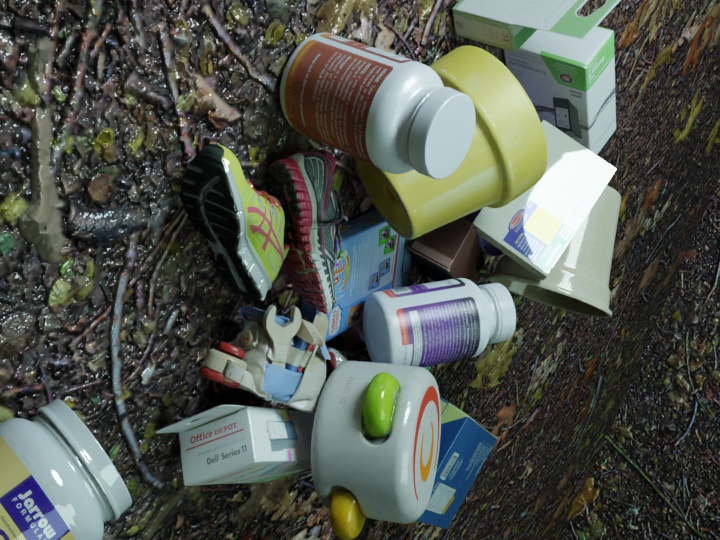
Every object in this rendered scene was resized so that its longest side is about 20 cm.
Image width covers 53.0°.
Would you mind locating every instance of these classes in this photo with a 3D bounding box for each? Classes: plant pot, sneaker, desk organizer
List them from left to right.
[{"bbox_3d":[-0.123,-0.062,0.764,0.091,0.077,0.202,-51,152,-29],"label":"sneaker"},{"bbox_3d":[-0.049,-0.040,0.843,0.074,0.080,0.204,-27,127,-32],"label":"sneaker"},{"bbox_3d":[0.009,0.135,1.056,0.083,0.078,0.199,-51,149,10],"label":"sneaker"},{"bbox_3d":[0.102,-0.144,0.909,0.187,0.201,0.202,-35,141,-11],"label":"plant pot"},{"bbox_3d":[0.136,-0.021,1.098,0.078,0.071,0.200,-59,160,-6],"label":"desk organizer"},{"bbox_3d":[0.320,-0.046,1.135,0.199,0.197,0.187,23,84,-56],"label":"plant pot"}]

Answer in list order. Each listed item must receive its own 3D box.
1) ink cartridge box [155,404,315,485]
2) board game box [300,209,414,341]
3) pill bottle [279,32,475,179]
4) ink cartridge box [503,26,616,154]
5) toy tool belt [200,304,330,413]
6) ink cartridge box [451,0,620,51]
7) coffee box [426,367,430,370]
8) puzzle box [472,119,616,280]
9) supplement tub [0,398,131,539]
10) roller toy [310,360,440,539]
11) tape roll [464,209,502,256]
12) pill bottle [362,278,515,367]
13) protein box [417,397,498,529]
[{"bbox_3d":[-0.140,0.216,0.882,0.115,0.069,0.199,-24,156,25],"label":"ink cartridge box"},{"bbox_3d":[0.000,0.000,0.997,0.198,0.036,0.154,-27,134,-42],"label":"board game box"},{"bbox_3d":[0.017,-0.169,0.752,0.111,0.198,0.114,-31,137,-36],"label":"pill bottle"},{"bbox_3d":[0.313,-0.283,1.123,0.084,0.144,0.201,-49,144,-16],"label":"ink cartridge box"},{"bbox_3d":[-0.102,0.085,0.851,0.200,0.123,0.125,36,72,-59],"label":"toy tool belt"},{"bbox_3d":[0.237,-0.340,0.929,0.146,0.198,0.048,-46,144,-20],"label":"ink cartridge box"},{"bbox_3d":[0.076,0.134,1.190,0.122,0.044,0.204,-13,123,-49],"label":"coffee box"},{"bbox_3d":[0.266,-0.105,1.053,0.201,0.132,0.025,-53,172,-12],"label":"puzzle box"},{"bbox_3d":[-0.317,0.224,0.627,0.199,0.144,0.148,-38,140,-32],"label":"supplement tub"},{"bbox_3d":[0.018,0.211,0.897,0.182,0.137,0.205,-20,111,-69],"label":"roller toy"},{"bbox_3d":[0.214,-0.132,1.153,0.199,0.084,0.203,-34,138,-37],"label":"tape roll"},{"bbox_3d":[0.111,0.072,1.002,0.196,0.112,0.114,-8,124,-19],"label":"pill bottle"},{"bbox_3d":[0.126,0.339,1.321,0.201,0.134,0.200,-58,146,-6],"label":"protein box"}]
